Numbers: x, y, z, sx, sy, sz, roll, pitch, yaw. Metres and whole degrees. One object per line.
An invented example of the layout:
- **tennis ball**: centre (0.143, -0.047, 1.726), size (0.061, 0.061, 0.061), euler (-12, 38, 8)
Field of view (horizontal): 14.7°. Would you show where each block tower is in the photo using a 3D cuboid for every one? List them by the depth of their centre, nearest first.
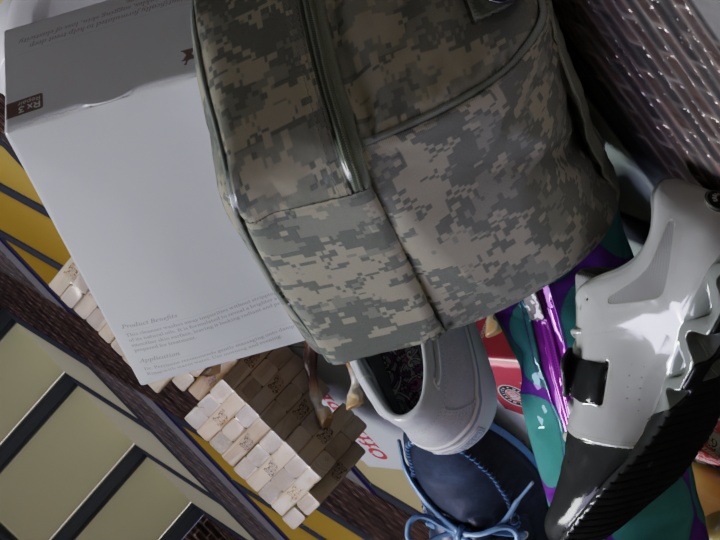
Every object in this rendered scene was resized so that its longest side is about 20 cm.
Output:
- **block tower**: centre (-0.084, 0.052, 1.604), size (0.200, 0.058, 0.054), euler (44, 137, 0)

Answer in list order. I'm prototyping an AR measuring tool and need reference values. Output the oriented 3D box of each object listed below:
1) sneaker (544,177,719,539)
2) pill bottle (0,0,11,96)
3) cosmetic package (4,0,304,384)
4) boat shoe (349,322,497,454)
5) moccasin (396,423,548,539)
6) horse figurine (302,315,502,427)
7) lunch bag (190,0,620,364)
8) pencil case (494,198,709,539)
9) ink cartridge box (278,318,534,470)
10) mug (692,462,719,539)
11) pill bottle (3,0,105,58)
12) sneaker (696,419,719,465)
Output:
- **sneaker**: centre (0.132, 0.044, 1.356), size (0.088, 0.201, 0.074), euler (41, -154, 27)
- **pill bottle**: centre (-0.153, -0.105, 1.828), size (0.200, 0.120, 0.120), euler (39, 168, 10)
- **cosmetic package**: centre (-0.097, -0.043, 1.422), size (0.081, 0.112, 0.200), euler (-97, -10, -46)
- **boat shoe**: centre (0.008, 0.002, 1.449), size (0.068, 0.072, 0.201), euler (28, -138, -54)
- **moccasin**: centre (0.076, 0.148, 1.620), size (0.080, 0.068, 0.200), euler (6, 151, 33)
- **horse figurine**: centre (0.000, 0.000, 1.541), size (0.050, 0.200, 0.133), euler (-12, -105, -53)
- **lunch bag**: centre (0.027, -0.062, 1.312), size (0.200, 0.167, 0.140), euler (63, -167, -57)
- **pencil case**: centre (0.117, 0.063, 1.434), size (0.085, 0.092, 0.201), euler (-13, 95, 32)
- **ink cartridge box**: centre (0.061, 0.053, 1.625), size (0.199, 0.083, 0.146), euler (4, 149, 37)
- **mug**: centre (0.216, 0.171, 1.545), size (0.153, 0.150, 0.187), euler (28, 131, 5)
- **pill bottle**: centre (-0.105, -0.101, 1.536), size (0.112, 0.113, 0.200), euler (34, 177, 30)
- **sneaker**: centre (0.211, 0.092, 1.496), size (0.108, 0.067, 0.201), euler (43, 166, 5)
